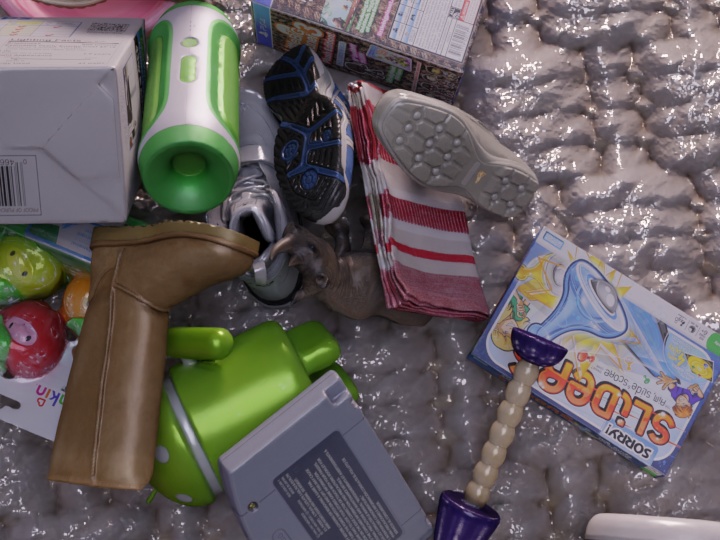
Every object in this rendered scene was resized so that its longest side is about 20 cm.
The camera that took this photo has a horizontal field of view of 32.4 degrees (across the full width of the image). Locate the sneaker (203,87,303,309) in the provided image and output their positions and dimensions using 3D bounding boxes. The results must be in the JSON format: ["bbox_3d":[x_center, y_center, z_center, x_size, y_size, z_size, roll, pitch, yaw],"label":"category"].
[{"bbox_3d":[-0.092,-0.072,1.065,0.074,0.115,0.203,-13,80,5],"label":"sneaker"}]

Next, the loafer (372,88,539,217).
[{"bbox_3d":[0.075,-0.104,1.060,0.070,0.199,0.070,-50,46,11],"label":"loafer"}]

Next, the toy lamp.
[{"bbox_3d":[0.114,0.150,1.049,0.057,0.058,0.203,22,93,2],"label":"toy lamp"}]

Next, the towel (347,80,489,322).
[{"bbox_3d":[0.053,-0.058,1.068,0.023,0.143,0.203,-20,73,33],"label":"towel"}]

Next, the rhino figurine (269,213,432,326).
[{"bbox_3d":[0.000,0.000,1.045,0.198,0.059,0.089,9,68,-45],"label":"rhino figurine"}]

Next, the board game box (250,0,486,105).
[{"bbox_3d":[0.018,-0.264,1.123,0.197,0.097,0.162,19,78,1],"label":"board game box"}]

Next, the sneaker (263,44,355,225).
[{"bbox_3d":[-0.029,-0.112,1.060,0.075,0.077,0.202,-31,42,22],"label":"sneaker"}]

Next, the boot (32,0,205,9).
[{"bbox_3d":[-0.215,-0.279,1.060,0.196,0.107,0.076,-4,80,-2],"label":"boot"}]

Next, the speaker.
[{"bbox_3d":[-0.141,-0.140,1.033,0.087,0.089,0.202,-2,43,-3],"label":"speaker"}]

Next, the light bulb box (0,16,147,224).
[{"bbox_3d":[-0.278,-0.129,1.015,0.195,0.200,0.127,0,111,-3],"label":"light bulb box"}]

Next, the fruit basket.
[{"bbox_3d":[-0.260,0.031,1.039,0.183,0.094,0.202,22,59,2],"label":"fruit basket"}]

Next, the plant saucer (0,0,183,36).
[{"bbox_3d":[-0.245,-0.293,1.140,0.197,0.051,0.204,1,78,-4],"label":"plant saucer"}]

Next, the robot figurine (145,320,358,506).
[{"bbox_3d":[-0.103,0.118,1.030,0.198,0.116,0.177,-25,112,-8],"label":"robot figurine"}]

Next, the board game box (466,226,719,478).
[{"bbox_3d":[0.211,0.072,1.097,0.198,0.034,0.136,31,79,4],"label":"board game box"}]

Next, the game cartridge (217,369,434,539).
[{"bbox_3d":[-0.030,0.189,1.004,0.132,0.042,0.201,-34,125,-7],"label":"game cartridge"}]

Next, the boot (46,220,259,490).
[{"bbox_3d":[-0.158,0.069,0.953,0.173,0.066,0.203,-2,76,40],"label":"boot"}]

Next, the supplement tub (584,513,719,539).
[{"bbox_3d":[0.248,0.304,0.996,0.143,0.146,0.203,6,78,-2],"label":"supplement tub"}]
